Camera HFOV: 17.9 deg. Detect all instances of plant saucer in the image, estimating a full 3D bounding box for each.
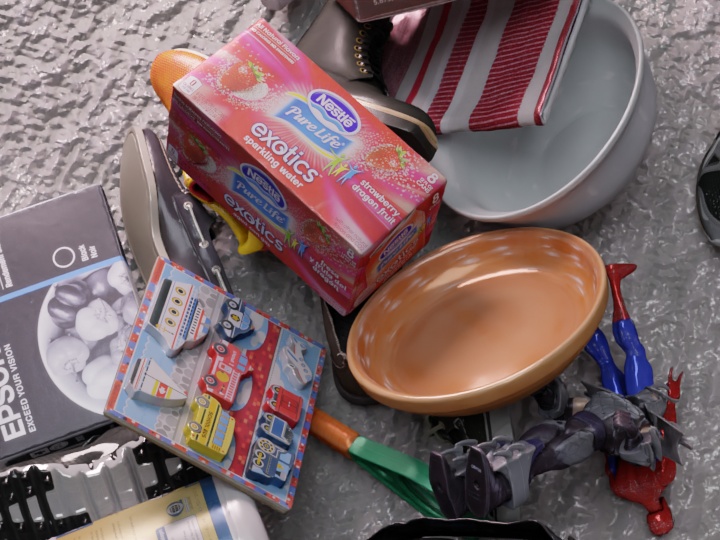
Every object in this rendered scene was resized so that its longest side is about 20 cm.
[{"bbox_3d":[0.088,0.042,1.658,0.199,0.038,0.201,-18,31,11],"label":"plant saucer"}]

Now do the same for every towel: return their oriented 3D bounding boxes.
[{"bbox_3d":[0.086,-0.171,1.799,0.199,0.023,0.145,-1,61,44],"label":"towel"}]

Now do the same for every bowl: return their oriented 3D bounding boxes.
[{"bbox_3d":[0.156,-0.105,1.767,0.200,0.090,0.202,-25,46,28],"label":"bowl"}]

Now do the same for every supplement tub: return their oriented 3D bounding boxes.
[{"bbox_3d":[-0.152,0.242,1.637,0.198,0.145,0.146,-21,67,-4],"label":"supplement tub"}]

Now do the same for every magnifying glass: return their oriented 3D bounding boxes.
[{"bbox_3d":[0.014,0.142,1.710,0.199,0.080,0.022,28,72,27],"label":"magnifying glass"}]

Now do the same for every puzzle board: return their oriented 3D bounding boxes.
[{"bbox_3d":[-0.101,0.078,1.672,0.150,0.017,0.201,30,31,-12],"label":"puzzle board"}]

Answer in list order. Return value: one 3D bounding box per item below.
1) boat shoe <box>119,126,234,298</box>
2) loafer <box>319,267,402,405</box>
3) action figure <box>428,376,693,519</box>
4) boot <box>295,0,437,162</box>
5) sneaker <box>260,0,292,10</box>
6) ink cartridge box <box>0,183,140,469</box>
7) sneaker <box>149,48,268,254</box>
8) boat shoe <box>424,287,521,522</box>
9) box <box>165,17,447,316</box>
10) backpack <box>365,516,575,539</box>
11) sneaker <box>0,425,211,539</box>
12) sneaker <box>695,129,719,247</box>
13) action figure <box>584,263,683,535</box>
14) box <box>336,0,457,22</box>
[{"bbox_3d":[-0.142,-0.024,1.802,0.062,0.073,0.201,-6,64,-25],"label":"boat shoe"},{"bbox_3d":[0.000,0.000,1.766,0.072,0.071,0.202,-11,66,0],"label":"loafer"},{"bbox_3d":[0.148,0.118,1.616,0.199,0.130,0.070,-21,108,-30],"label":"action figure"},{"bbox_3d":[0.007,-0.161,1.802,0.199,0.078,0.139,19,63,40],"label":"boot"},{"bbox_3d":[0.001,-0.286,1.885,0.114,0.075,0.201,24,68,17],"label":"sneaker"},{"bbox_3d":[-0.266,0.052,1.784,0.198,0.043,0.199,-20,67,-2],"label":"ink cartridge box"},{"bbox_3d":[-0.114,-0.100,1.794,0.077,0.073,0.200,-15,56,-37],"label":"sneaker"},{"bbox_3d":[0.078,0.103,1.720,0.063,0.071,0.201,-11,58,-1],"label":"boat shoe"},{"bbox_3d":[-0.043,-0.079,1.708,0.200,0.096,0.100,42,62,15],"label":"box"},{"bbox_3d":[0.074,0.250,1.603,0.189,0.200,0.156,10,81,13],"label":"backpack"},{"bbox_3d":[-0.206,0.161,1.711,0.198,0.090,0.067,-17,96,-5],"label":"sneaker"},{"bbox_3d":[0.314,-0.109,1.782,0.078,0.077,0.201,18,71,11],"label":"sneaker"},{"bbox_3d":[0.205,0.098,1.710,0.065,0.051,0.202,-19,75,37],"label":"action figure"},{"bbox_3d":[0.042,-0.315,1.757,0.163,0.166,0.202,-13,108,-6],"label":"box"}]
